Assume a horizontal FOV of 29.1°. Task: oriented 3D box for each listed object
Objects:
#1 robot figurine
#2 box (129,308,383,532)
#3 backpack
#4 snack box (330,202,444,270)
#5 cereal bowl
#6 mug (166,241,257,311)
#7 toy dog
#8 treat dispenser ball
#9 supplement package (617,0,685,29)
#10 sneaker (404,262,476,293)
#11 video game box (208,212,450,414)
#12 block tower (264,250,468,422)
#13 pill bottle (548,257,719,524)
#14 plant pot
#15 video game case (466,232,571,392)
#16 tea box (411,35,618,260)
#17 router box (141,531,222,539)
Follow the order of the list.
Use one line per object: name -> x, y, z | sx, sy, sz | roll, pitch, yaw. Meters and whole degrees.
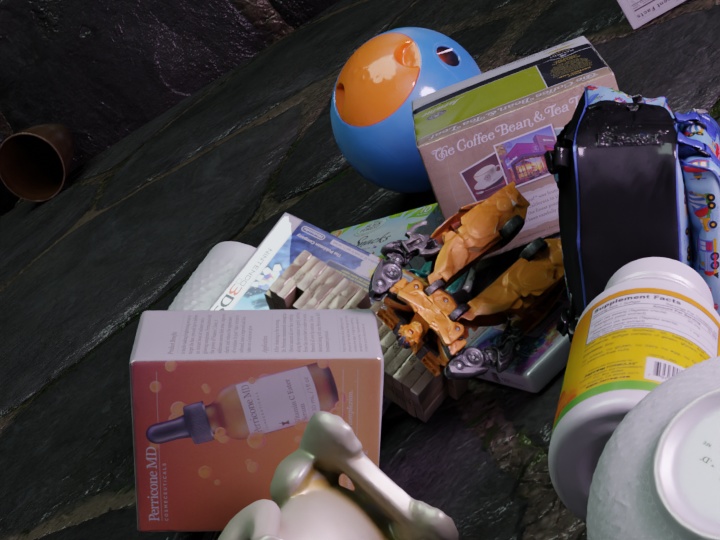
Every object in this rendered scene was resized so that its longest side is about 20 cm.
robot figurine -> 0.097, 0.013, 1.178 | 0.199, 0.145, 0.058 | -36, -16, -32
box -> -0.083, 0.121, 1.134 | 0.197, 0.154, 0.107 | -1, 20, -3
backpack -> 0.221, -0.055, 1.107 | 0.133, 0.185, 0.200 | -3, 24, 12
snack box -> 0.000, 0.000, 1.576 | 0.199, 0.053, 0.142 | -13, 27, 50
cereal bowl -> 0.208, 0.121, 0.729 | 0.198, 0.084, 0.202 | -18, 46, 19
mug -> -0.127, 0.090, 1.474 | 0.198, 0.149, 0.176 | 17, 57, 30
toy dog -> -0.061, 0.227, 0.992 | 0.200, 0.140, 0.193 | -48, 8, -33
treat dispenser ball -> 0.062, -0.198, 1.721 | 0.199, 0.202, 0.201 | -31, 18, 12
supplement package -> 0.351, -0.434, 1.782 | 0.113, 0.201, 0.110 | -26, 21, 23
sneaker -> 0.042, 0.031, 1.380 | 0.200, 0.080, 0.077 | -44, 19, -26
video game box -> -0.042, 0.057, 1.309 | 0.198, 0.047, 0.183 | 25, 65, 24
block tower -> 0.002, 0.057, 1.241 | 0.199, 0.054, 0.058 | 32, 66, 26
pill bottle -> 0.194, 0.076, 0.938 | 0.110, 0.112, 0.201 | -25, 21, 28
plant pot -> -0.824, -0.306, 3.627 | 0.185, 0.188, 0.201 | -27, 18, 23
video game case -> 0.173, 0.027, 1.245 | 0.200, 0.024, 0.182 | -41, 19, -17
tea box -> 0.165, -0.124, 1.389 | 0.198, 0.135, 0.197 | -20, 17, 8
router box -> -0.159, 0.287, 1.131 | 0.149, 0.062, 0.201 | -27, 20, 25
